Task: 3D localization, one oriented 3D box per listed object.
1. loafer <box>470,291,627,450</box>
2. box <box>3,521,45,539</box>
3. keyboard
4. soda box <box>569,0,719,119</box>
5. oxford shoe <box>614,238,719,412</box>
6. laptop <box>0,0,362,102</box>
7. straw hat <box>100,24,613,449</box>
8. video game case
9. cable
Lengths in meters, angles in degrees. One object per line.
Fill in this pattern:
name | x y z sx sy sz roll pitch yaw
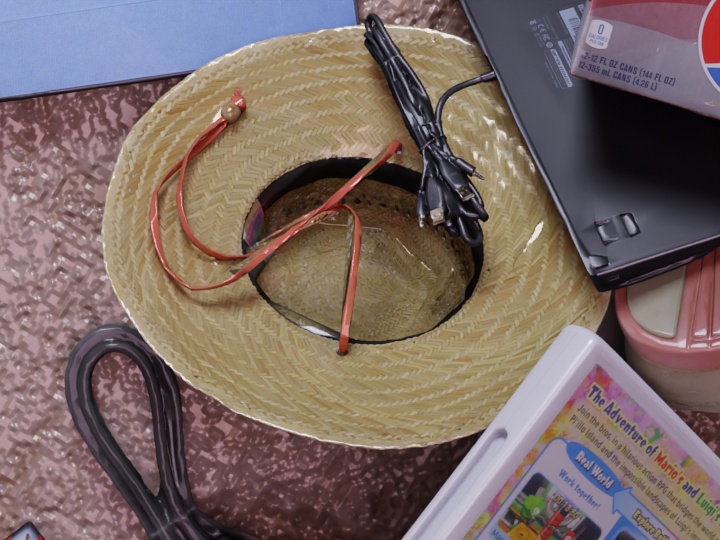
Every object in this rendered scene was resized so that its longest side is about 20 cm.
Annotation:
loafer | 0.086 0.055 0.781 0.069 0.070 0.201 17 102 15
box | -0.089 0.201 0.772 0.035 0.110 0.200 -36 99 -1
keyboard | 0.064 -0.078 0.749 0.126 0.021 0.201 -17 61 -9
soda box | 0.180 -0.080 0.687 0.199 0.063 0.070 18 109 4
oxford shoe | 0.199 0.018 0.729 0.198 0.074 0.071 -1 55 10
laptop | -0.099 -0.179 0.724 0.186 0.201 0.117 -9 56 -7
straw hat | 0.000 0.000 0.766 0.199 0.085 0.202 1 60 -1
video game case | 0.084 0.147 0.727 0.182 0.024 0.200 -52 123 -7
cable | -0.070 0.120 0.809 0.097 0.050 0.200 -39 88 3
